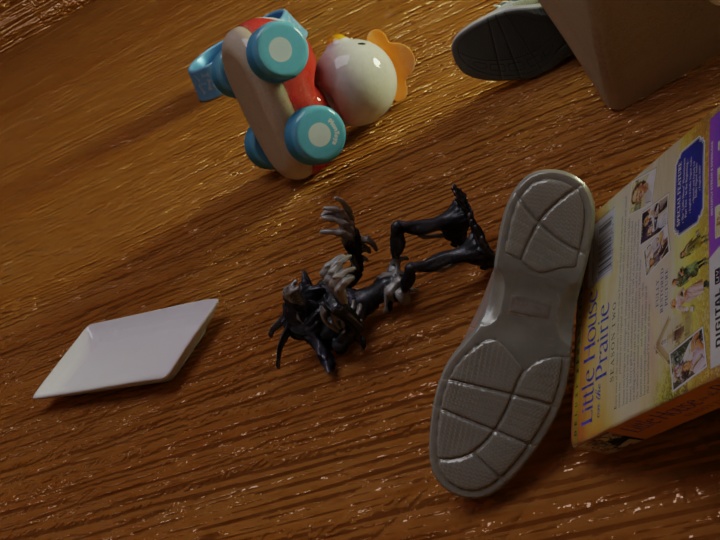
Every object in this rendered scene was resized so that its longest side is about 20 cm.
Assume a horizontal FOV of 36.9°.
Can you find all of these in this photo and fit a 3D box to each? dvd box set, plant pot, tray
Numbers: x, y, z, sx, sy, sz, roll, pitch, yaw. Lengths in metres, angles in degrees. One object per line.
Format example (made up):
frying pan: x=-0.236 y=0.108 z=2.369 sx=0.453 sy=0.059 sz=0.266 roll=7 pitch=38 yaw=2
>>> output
dvd box set: x=0.168 y=0.004 z=0.558 sx=0.200 sy=0.029 sz=0.147 roll=126 pitch=154 yaw=-63
plant pot: x=0.240 y=-0.300 z=0.915 sx=0.199 sy=0.177 sz=0.200 roll=-29 pitch=50 yaw=10
tray: x=-0.225 y=0.083 z=1.048 sx=0.199 sy=0.022 sz=0.108 roll=-12 pitch=33 yaw=37

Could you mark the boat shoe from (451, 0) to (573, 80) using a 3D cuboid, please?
boat shoe: x=0.190 y=-0.248 z=1.081 sx=0.201 sy=0.075 sz=0.065 roll=-20 pitch=24 yaw=19

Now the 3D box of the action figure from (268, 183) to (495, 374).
action figure: x=0.000 y=0.000 z=0.848 sx=0.199 sy=0.102 sz=0.119 roll=-28 pitch=39 yaw=9

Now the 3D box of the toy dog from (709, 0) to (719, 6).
toy dog: x=0.326 y=-0.189 z=0.751 sx=0.139 sy=0.193 sz=0.201 roll=-31 pitch=37 yaw=46

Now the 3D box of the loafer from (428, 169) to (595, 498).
loafer: x=0.097 y=0.039 z=0.655 sx=0.063 sy=0.072 sz=0.201 roll=6 pitch=-78 yaw=-77

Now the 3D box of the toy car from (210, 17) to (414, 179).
toy car: x=-0.035 y=-0.215 z=1.187 sx=0.199 sy=0.177 sz=0.184 roll=-29 pitch=12 yaw=-18

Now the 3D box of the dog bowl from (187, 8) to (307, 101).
dog bowl: x=-0.178 y=-0.333 z=1.651 sx=0.199 sy=0.050 sz=0.112 roll=-27 pitch=28 yaw=15
